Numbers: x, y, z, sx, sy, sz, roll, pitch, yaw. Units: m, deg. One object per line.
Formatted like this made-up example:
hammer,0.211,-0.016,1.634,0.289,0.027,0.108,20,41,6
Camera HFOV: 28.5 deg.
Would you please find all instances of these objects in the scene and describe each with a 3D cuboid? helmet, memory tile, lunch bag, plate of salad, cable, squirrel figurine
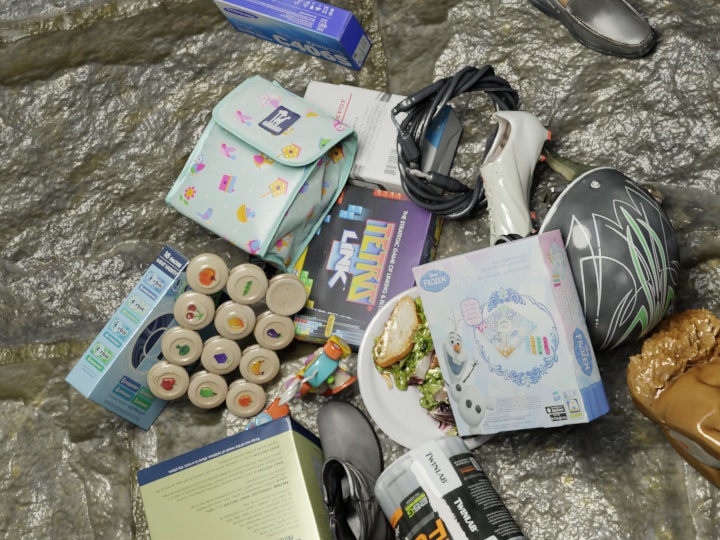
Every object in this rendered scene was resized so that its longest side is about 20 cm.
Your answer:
helmet,0.261,-0.011,1.578,0.190,0.199,0.202,-7,62,61
memory tile,-0.160,0.082,1.705,0.152,0.017,0.201,15,112,-18
lunch bag,-0.115,-0.124,1.738,0.170,0.122,0.201,30,90,26
plate of salad,0.095,0.115,1.657,0.198,0.048,0.202,0,85,-4
cable,0.129,-0.158,1.719,0.199,0.051,0.165,-30,105,-30
squirrel figurine,0.399,0.110,1.552,0.200,0.142,0.187,39,79,22

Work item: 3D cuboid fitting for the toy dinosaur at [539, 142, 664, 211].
toy dinosaur,0.269,-0.097,1.713,0.199,0.048,0.089,29,78,27

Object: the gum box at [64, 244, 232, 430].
gum box,-0.249,0.086,1.736,0.044,0.170,0.201,33,83,25

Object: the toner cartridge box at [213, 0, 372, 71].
toner cartridge box,-0.090,-0.328,1.872,0.199,0.095,0.043,22,79,23

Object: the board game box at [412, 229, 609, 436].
board game box,0.160,0.072,1.547,0.199,0.043,0.201,-14,94,49

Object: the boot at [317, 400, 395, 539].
boot,-0.014,0.229,1.635,0.069,0.132,0.201,-25,66,8

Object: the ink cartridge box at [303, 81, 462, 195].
ink cartridge box,0.016,-0.162,1.794,0.198,0.068,0.117,14,76,23

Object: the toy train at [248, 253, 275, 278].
toy train,-0.130,-0.088,1.828,0.034,0.046,0.202,-7,70,14

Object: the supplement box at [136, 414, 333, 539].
supplement box,-0.127,0.306,1.642,0.198,0.134,0.201,-21,67,9

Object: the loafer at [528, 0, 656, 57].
loafer,0.280,-0.332,1.772,0.199,0.072,0.073,33,82,23

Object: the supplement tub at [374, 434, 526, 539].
supplement tub,0.111,0.295,1.579,0.122,0.123,0.201,-35,65,3

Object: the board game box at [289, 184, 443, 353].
board game box,0.000,0.000,1.752,0.164,0.057,0.202,9,75,21

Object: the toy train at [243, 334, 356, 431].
toy train,-0.069,0.155,1.677,0.056,0.200,0.150,42,62,-2

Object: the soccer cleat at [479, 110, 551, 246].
soccer cleat,0.173,-0.092,1.702,0.077,0.069,0.202,11,86,-24
